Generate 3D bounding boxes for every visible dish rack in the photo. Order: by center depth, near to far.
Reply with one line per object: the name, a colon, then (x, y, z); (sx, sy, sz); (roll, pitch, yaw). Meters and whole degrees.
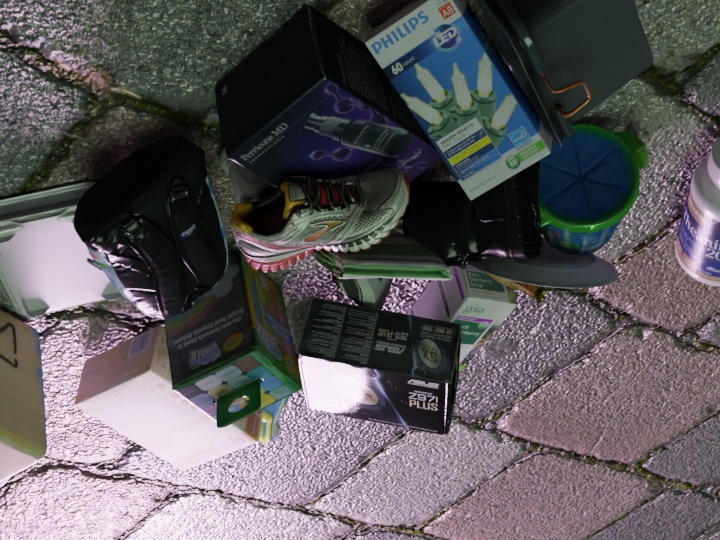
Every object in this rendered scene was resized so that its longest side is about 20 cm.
dish rack: (-0.351, -0.014, 1.501); (0.169, 0.044, 0.201); (-12, 143, -4)

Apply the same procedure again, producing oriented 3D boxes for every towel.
towel: (-0.002, -0.027, 1.458); (0.151, 0.200, 0.024); (1, 107, -29)

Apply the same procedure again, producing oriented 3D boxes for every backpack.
backpack: (-0.224, -0.038, 1.431); (0.163, 0.153, 0.201); (-40, 134, -13)

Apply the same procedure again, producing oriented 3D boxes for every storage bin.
storage bin: (0.217, -0.242, 1.324); (0.134, 0.146, 0.200); (-32, 142, 7)

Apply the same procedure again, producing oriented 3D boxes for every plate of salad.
plate of salad: (0.220, -0.001, 1.602); (0.198, 0.200, 0.049); (0, 107, -19)

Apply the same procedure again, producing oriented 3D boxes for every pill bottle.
pill bottle: (0.469, -0.080, 1.639); (0.110, 0.112, 0.201); (-11, 144, -5)

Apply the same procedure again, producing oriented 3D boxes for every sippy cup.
sippy cup: (0.264, -0.086, 1.554); (0.175, 0.141, 0.131); (-4, 155, 5)

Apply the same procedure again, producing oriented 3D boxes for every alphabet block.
alphabet block: (-0.513, 0.147, 1.533); (0.195, 0.197, 0.200); (-29, 141, 17)

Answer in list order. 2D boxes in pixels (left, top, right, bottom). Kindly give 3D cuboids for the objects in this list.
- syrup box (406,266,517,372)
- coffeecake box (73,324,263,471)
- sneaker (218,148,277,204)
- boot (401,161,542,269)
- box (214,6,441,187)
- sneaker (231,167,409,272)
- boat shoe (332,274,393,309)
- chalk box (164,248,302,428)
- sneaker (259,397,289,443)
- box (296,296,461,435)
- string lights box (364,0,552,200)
syrup box: (0.123, 0.068, 1.742); (0.078, 0.082, 0.200); (7, 140, -27)
coffeecake box: (-0.249, 0.173, 1.703); (0.153, 0.074, 0.200); (-24, 132, 33)
sneaker: (-0.070, -0.086, 1.471); (0.198, 0.082, 0.075); (14, 134, -36)
boot: (0.127, -0.095, 1.504); (0.161, 0.201, 0.073); (-2, -179, 37)
box: (-0.033, -0.158, 1.366); (0.147, 0.105, 0.199); (-36, 139, 28)
sneaker: (-0.042, -0.060, 1.339); (0.198, 0.079, 0.082); (-20, 144, 10)
boat shoe: (0.000, 0.000, 1.628); (0.063, 0.071, 0.200); (22, 162, 15)
chalk box: (-0.157, 0.103, 1.588); (0.123, 0.202, 0.124); (-24, 143, 14)
sneaker: (-0.115, 0.171, 1.804); (0.104, 0.076, 0.201); (-15, 143, 0)
box: (0.027, 0.126, 1.667); (0.197, 0.087, 0.164); (10, 150, 8)
string lights box: (0.103, -0.186, 1.330); (0.102, 0.059, 0.201); (-30, 107, 21)
